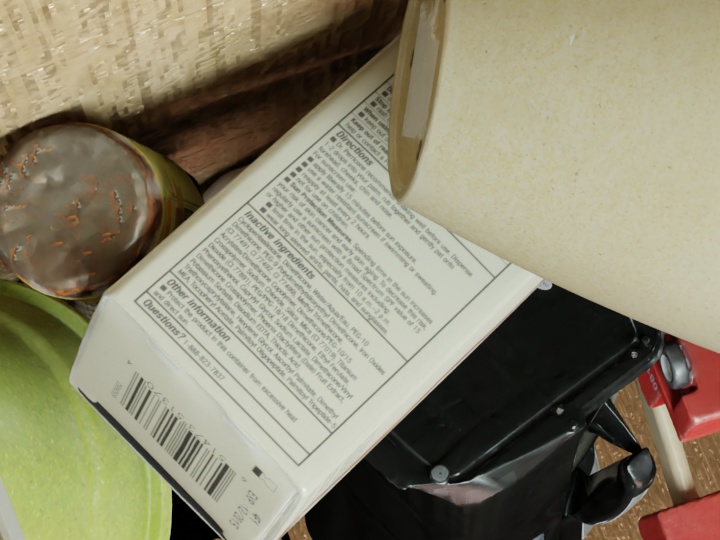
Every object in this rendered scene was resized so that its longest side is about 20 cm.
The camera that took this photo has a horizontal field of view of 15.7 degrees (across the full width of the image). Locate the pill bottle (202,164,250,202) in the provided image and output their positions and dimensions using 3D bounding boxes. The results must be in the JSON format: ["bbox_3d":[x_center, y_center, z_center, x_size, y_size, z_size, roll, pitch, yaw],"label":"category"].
[{"bbox_3d":[0.017,-0.012,1.262,0.111,0.111,0.200,-27,173,39],"label":"pill bottle"}]

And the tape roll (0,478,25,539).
[{"bbox_3d":[-0.184,0.076,0.799,0.139,0.203,0.203,-23,175,-6],"label":"tape roll"}]

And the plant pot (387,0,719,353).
[{"bbox_3d":[0.116,-0.053,0.883,0.200,0.187,0.187,7,169,-9],"label":"plant pot"}]

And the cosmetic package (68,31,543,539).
[{"bbox_3d":[0.001,-0.002,0.958,0.200,0.103,0.087,-41,173,-27],"label":"cosmetic package"}]

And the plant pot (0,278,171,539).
[{"bbox_3d":[-0.203,0.087,1.037,0.200,0.200,0.184,-24,163,15],"label":"plant pot"}]

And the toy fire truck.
[{"bbox_3d":[0.140,0.038,1.172,0.049,0.200,0.141,-17,163,-11],"label":"toy fire truck"}]

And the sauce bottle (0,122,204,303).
[{"bbox_3d":[-0.090,-0.018,1.002,0.066,0.066,0.200,-24,175,7],"label":"sauce bottle"}]

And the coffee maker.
[{"bbox_3d":[0.027,0.081,1.159,0.192,0.135,0.200,-13,151,-10],"label":"coffee maker"}]

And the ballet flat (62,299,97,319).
[{"bbox_3d":[-0.144,0.017,1.270,0.067,0.046,0.200,-55,-166,-22],"label":"ballet flat"}]

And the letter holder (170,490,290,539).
[{"bbox_3d":[-0.115,0.127,1.279,0.142,0.101,0.200,-20,165,-1],"label":"letter holder"}]
